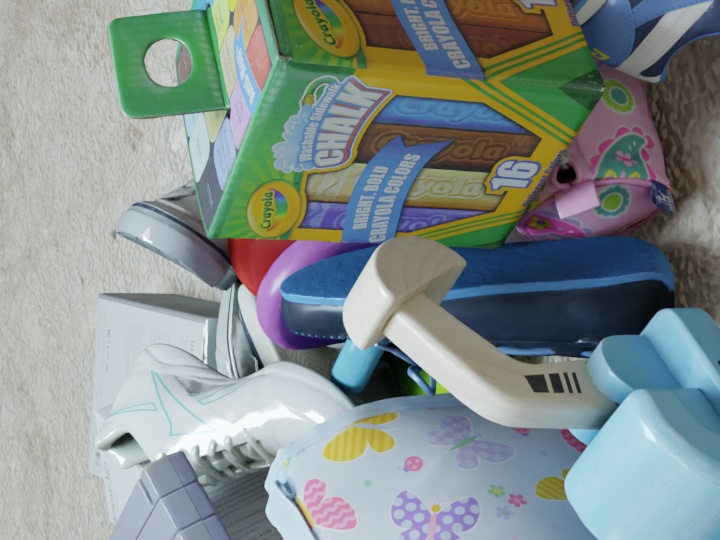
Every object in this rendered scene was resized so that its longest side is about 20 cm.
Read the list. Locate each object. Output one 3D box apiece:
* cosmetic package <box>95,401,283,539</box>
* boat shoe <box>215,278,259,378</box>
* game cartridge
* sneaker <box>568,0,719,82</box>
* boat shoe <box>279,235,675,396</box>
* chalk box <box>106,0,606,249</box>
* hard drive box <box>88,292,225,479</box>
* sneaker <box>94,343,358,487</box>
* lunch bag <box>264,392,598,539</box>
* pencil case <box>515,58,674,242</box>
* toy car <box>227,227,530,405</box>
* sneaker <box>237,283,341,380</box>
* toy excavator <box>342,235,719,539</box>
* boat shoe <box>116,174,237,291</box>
[{"bbox_3d":[-0.087,0.168,0.892,0.200,0.081,0.113,38,141,41],"label":"cosmetic package"},{"bbox_3d":[-0.060,0.020,0.993,0.064,0.071,0.200,-19,71,55],"label":"boat shoe"},{"bbox_3d":[-0.103,0.197,0.824,0.130,0.038,0.200,55,150,13],"label":"game cartridge"},{"bbox_3d":[0.178,-0.165,0.653,0.200,0.082,0.074,-38,25,31],"label":"sneaker"},{"bbox_3d":[0.056,0.029,0.703,0.200,0.084,0.069,1,117,20],"label":"boat shoe"},{"bbox_3d":[-0.013,-0.095,0.649,0.124,0.200,0.125,120,144,-47],"label":"chalk box"},{"bbox_3d":[-0.139,0.103,1.102,0.200,0.077,0.156,9,97,56],"label":"hard drive box"},{"bbox_3d":[-0.076,0.098,0.825,0.200,0.070,0.080,2,46,40],"label":"sneaker"},{"bbox_3d":[0.063,0.151,0.690,0.170,0.200,0.127,51,129,43],"label":"lunch bag"},{"bbox_3d":[0.102,-0.110,0.741,0.087,0.087,0.200,-37,57,50],"label":"pencil case"},{"bbox_3d":[0.000,0.000,0.833,0.200,0.150,0.175,58,134,39],"label":"toy car"},{"bbox_3d":[-0.042,0.101,0.927,0.084,0.075,0.200,-40,68,35],"label":"sneaker"},{"bbox_3d":[0.111,0.063,0.619,0.100,0.200,0.195,-58,45,36],"label":"toy excavator"},{"bbox_3d":[-0.104,-0.033,0.892,0.067,0.073,0.200,-61,0,-3],"label":"boat shoe"}]
